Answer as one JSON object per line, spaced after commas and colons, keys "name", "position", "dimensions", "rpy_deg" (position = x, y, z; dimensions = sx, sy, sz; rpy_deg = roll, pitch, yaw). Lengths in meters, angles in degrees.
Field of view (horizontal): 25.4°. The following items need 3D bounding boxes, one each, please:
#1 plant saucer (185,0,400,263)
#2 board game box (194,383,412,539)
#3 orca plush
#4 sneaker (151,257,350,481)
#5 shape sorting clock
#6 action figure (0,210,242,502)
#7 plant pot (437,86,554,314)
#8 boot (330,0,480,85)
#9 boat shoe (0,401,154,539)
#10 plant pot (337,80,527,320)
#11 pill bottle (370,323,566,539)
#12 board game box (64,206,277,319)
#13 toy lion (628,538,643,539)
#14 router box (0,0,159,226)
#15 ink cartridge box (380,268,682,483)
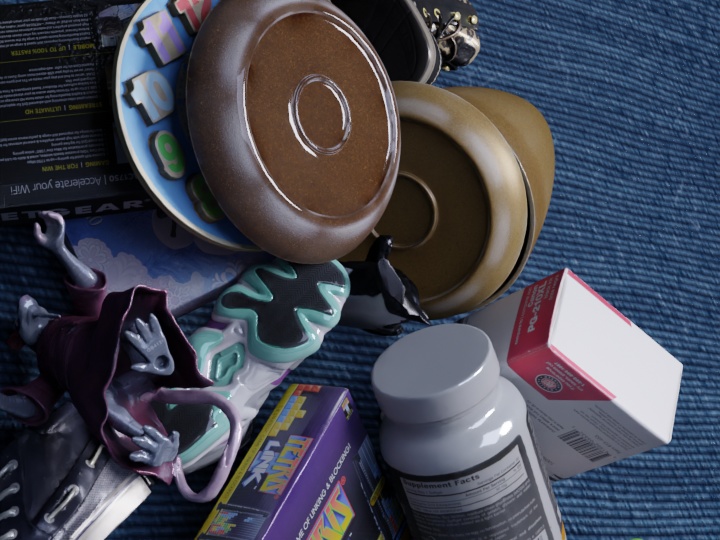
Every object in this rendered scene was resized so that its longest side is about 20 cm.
{"name": "plant saucer", "position": [-0.035, -0.106, 1.107], "dimensions": [0.200, 0.032, 0.201], "rpy_deg": [10, 76, -45]}
{"name": "board game box", "position": [-0.045, 0.210, 1.156], "dimensions": [0.200, 0.056, 0.166], "rpy_deg": [-59, 141, -39]}
{"name": "orca plush", "position": [0.000, 0.000, 1.221], "dimensions": [0.105, 0.200, 0.071], "rpy_deg": [20, 80, -8]}
{"name": "sneaker", "position": [-0.089, 0.075, 1.167], "dimensions": [0.200, 0.140, 0.078], "rpy_deg": [-41, 78, -14]}
{"name": "shape sorting clock", "position": [-0.082, -0.112, 1.111], "dimensions": [0.199, 0.039, 0.201], "rpy_deg": [12, 69, -33]}
{"name": "action figure", "position": [-0.171, 0.054, 1.065], "dimensions": [0.149, 0.200, 0.134], "rpy_deg": [34, 78, -33]}
{"name": "plant pot", "position": [0.091, -0.082, 1.379], "dimensions": [0.187, 0.186, 0.200], "rpy_deg": [59, 31, -5]}
{"name": "boot", "position": [0.048, -0.213, 1.407], "dimensions": [0.150, 0.073, 0.200], "rpy_deg": [12, 26, -42]}
{"name": "boat shoe", "position": [-0.228, 0.171, 1.054], "dimensions": [0.093, 0.075, 0.200], "rpy_deg": [49, 40, -5]}
{"name": "plant pot", "position": [0.034, -0.050, 1.280], "dimensions": [0.201, 0.200, 0.027], "rpy_deg": [59, 28, -5]}
{"name": "pill bottle", "position": [0.081, 0.148, 1.217], "dimensions": [0.116, 0.116, 0.201], "rpy_deg": [-48, 128, -42]}
{"name": "board game box", "position": [-0.133, -0.077, 1.172], "dimensions": [0.198, 0.043, 0.201], "rpy_deg": [-26, 82, -12]}
{"name": "toy lion", "position": [0.267, 0.340, 1.422], "dimensions": [0.191, 0.069, 0.201], "rpy_deg": [1, 72, -34]}
{"name": "router box", "position": [-0.218, -0.112, 1.119], "dimensions": [0.199, 0.051, 0.150], "rpy_deg": [-7, 78, -10]}
{"name": "ink cartridge box", "position": [0.138, 0.100, 1.308], "dimensions": [0.145, 0.200, 0.085], "rpy_deg": [38, 49, -23]}
